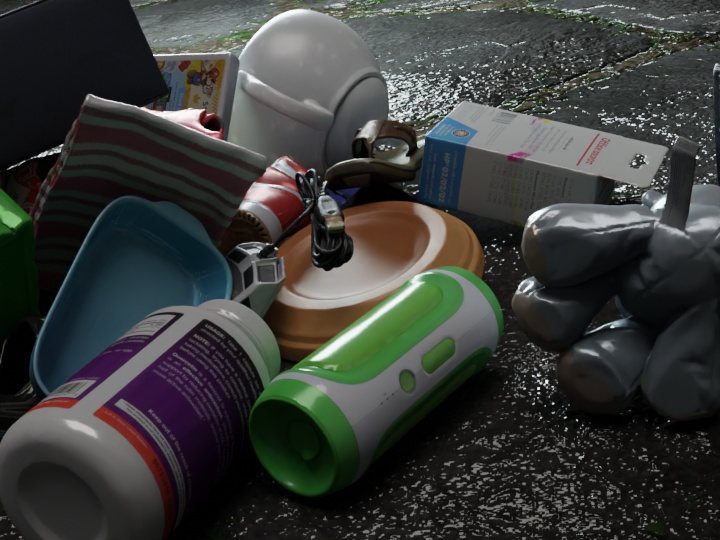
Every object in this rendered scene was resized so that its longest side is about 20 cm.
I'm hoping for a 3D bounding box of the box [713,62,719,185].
[{"bbox_3d":[0.448,-0.130,1.109,0.199,0.124,0.197,-18,23,-22],"label":"box"}]

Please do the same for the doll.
[{"bbox_3d":[0.016,-0.057,1.195,0.136,0.049,0.200,-21,26,-24],"label":"doll"}]

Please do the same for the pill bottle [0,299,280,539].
[{"bbox_3d":[-0.130,0.096,0.813,0.112,0.113,0.200,3,25,26],"label":"pill bottle"}]

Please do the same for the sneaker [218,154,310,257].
[{"bbox_3d":[-0.116,-0.049,1.162,0.200,0.071,0.112,-2,27,44],"label":"sneaker"}]

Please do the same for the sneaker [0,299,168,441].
[{"bbox_3d":[-0.210,0.061,0.938,0.071,0.083,0.200,10,37,40],"label":"sneaker"}]

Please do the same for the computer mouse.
[{"bbox_3d":[-0.087,0.015,0.996,0.200,0.044,0.110,-42,38,7],"label":"computer mouse"}]

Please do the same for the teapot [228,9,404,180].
[{"bbox_3d":[-0.039,-0.166,1.320,0.146,0.198,0.200,28,56,24],"label":"teapot"}]

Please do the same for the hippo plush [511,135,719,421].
[{"bbox_3d":[0.197,-0.011,0.867,0.159,0.201,0.161,22,23,13],"label":"hippo plush"}]

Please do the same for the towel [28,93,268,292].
[{"bbox_3d":[-0.174,-0.038,0.983,0.146,0.200,0.030,16,43,-23],"label":"towel"}]

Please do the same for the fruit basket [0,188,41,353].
[{"bbox_3d":[-0.339,0.008,0.977,0.215,0.216,0.155,8,29,35],"label":"fruit basket"}]

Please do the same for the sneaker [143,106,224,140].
[{"bbox_3d":[-0.164,-0.114,1.164,0.087,0.074,0.200,-34,29,-4],"label":"sneaker"}]

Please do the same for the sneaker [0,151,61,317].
[{"bbox_3d":[-0.297,-0.003,1.095,0.108,0.067,0.202,-13,59,19],"label":"sneaker"}]

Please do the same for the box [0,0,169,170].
[{"bbox_3d":[-0.304,-0.157,1.117,0.196,0.118,0.200,-29,12,-26],"label":"box"}]

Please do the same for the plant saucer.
[{"bbox_3d":[0.000,0.000,1.036,0.200,0.038,0.200,-14,31,9],"label":"plant saucer"}]

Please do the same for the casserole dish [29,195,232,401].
[{"bbox_3d":[-0.167,0.039,0.920,0.039,0.121,0.200,-26,36,48],"label":"casserole dish"}]

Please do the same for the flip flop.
[{"bbox_3d":[0.025,-0.112,1.169,0.081,0.058,0.200,-5,13,28],"label":"flip flop"}]

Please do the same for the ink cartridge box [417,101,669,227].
[{"bbox_3d":[0.165,-0.087,1.151,0.199,0.068,0.115,15,28,17],"label":"ink cartridge box"}]

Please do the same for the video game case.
[{"bbox_3d":[-0.215,-0.117,1.266,0.181,0.201,0.023,3,-12,26],"label":"video game case"}]

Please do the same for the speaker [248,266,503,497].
[{"bbox_3d":[0.015,0.070,0.856,0.088,0.089,0.200,9,29,36],"label":"speaker"}]
